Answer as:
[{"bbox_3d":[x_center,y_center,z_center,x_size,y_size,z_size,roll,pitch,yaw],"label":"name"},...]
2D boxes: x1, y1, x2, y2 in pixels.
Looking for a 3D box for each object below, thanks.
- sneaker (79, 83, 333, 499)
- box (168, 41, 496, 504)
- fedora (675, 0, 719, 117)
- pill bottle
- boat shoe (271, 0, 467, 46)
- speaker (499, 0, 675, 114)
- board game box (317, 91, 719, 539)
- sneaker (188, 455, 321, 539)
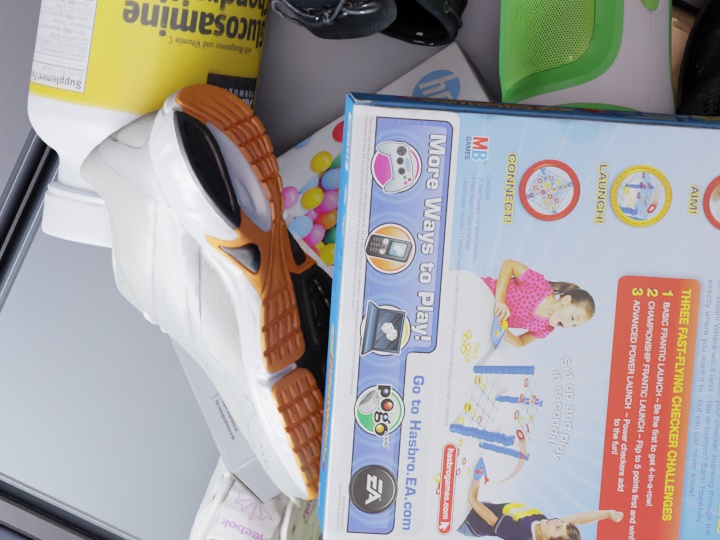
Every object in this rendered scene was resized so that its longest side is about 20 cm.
[{"bbox_3d":[-0.065,0.015,1.302,0.092,0.076,0.201,-17,95,40],"label":"sneaker"},{"bbox_3d":[0.000,0.000,1.372,0.200,0.041,0.156,-32,52,7],"label":"box"},{"bbox_3d":[0.220,-0.078,1.294,0.200,0.091,0.201,6,101,35],"label":"fedora"},{"bbox_3d":[-0.104,-0.113,1.366,0.112,0.112,0.201,9,95,2],"label":"pill bottle"},{"bbox_3d":[-0.009,-0.143,1.326,0.074,0.200,0.063,3,89,35],"label":"boat shoe"},{"bbox_3d":[0.110,-0.140,1.331,0.088,0.088,0.201,2,68,3],"label":"speaker"},{"bbox_3d":[0.085,0.026,1.244,0.195,0.056,0.201,4,98,-5],"label":"board game box"},{"bbox_3d":[-0.035,0.102,1.405,0.075,0.100,0.201,21,96,3],"label":"sneaker"}]
